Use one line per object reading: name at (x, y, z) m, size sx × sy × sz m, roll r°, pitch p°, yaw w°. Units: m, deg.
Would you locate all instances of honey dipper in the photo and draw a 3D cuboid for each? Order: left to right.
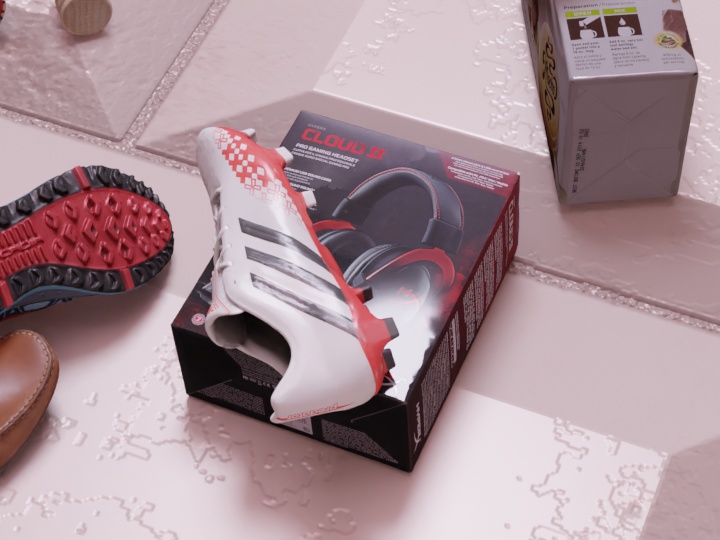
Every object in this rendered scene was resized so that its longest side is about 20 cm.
honey dipper at (-0.220, -0.246, 1.233) m, size 0.038 × 0.038 × 0.201 m, roll -15°, pitch 49°, yaw -10°

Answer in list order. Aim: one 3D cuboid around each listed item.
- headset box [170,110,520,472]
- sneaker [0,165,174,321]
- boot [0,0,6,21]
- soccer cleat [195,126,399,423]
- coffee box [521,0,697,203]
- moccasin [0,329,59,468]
headset box at (0.000, 0.000, 1.001) m, size 0.148 × 0.075 × 0.201 m, roll 18°, pitch 55°, yaw 17°
sneaker at (-0.208, -0.010, 1.013) m, size 0.199 × 0.095 × 0.080 m, roll -15°, pitch 89°, yaw -37°
boot at (-0.361, -0.191, 1.169) m, size 0.203 × 0.074 × 0.154 m, roll -30°, pitch 59°, yaw -18°
soccer cleat at (-0.056, -0.002, 0.917) m, size 0.085 × 0.069 × 0.200 m, roll -23°, pitch 58°, yaw -19°
coffee box at (0.155, -0.157, 1.085) m, size 0.079 × 0.113 × 0.201 m, roll -4°, pitch 52°, yaw -1°
moccasin at (-0.258, 0.093, 0.937) m, size 0.201 × 0.078 × 0.074 m, roll -28°, pitch 56°, yaw -18°
